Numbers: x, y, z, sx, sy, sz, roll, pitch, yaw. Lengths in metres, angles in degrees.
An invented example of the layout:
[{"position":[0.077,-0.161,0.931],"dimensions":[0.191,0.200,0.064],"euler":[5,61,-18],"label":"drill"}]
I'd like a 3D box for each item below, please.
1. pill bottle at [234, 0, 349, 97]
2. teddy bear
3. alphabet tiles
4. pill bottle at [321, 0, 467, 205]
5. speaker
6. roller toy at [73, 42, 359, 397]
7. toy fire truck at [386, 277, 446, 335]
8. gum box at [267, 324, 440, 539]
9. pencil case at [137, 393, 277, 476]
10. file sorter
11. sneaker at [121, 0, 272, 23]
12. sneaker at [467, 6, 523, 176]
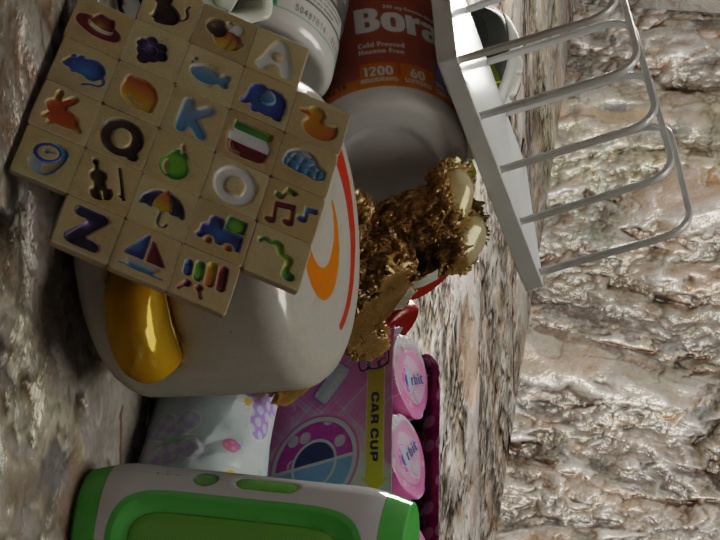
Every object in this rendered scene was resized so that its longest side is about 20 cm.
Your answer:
[{"position":[-0.056,-0.212,1.580],"dimensions":[0.113,0.112,0.201],"euler":[79,19,-57],"label":"pill bottle"},{"position":[0.000,0.000,1.572],"dimensions":[0.200,0.067,0.145],"euler":[-44,153,5],"label":"teddy bear"},{"position":[-0.095,-0.070,1.304],"dimensions":[0.006,0.166,0.201],"euler":[123,-13,-50],"label":"alphabet tiles"},{"position":[0.009,-0.140,1.641],"dimensions":[0.113,0.111,0.201],"euler":[85,-1,-46],"label":"pill bottle"},{"position":[-0.068,0.165,1.437],"dimensions":[0.088,0.199,0.089],"euler":[5,90,-80],"label":"speaker"},{"position":[-0.088,-0.016,1.415],"dimensions":[0.182,0.139,0.201],"euler":[49,40,-64],"label":"roller toy"},{"position":[-0.028,0.005,1.809],"dimensions":[0.168,0.112,0.200],"euler":[-25,157,-45],"label":"toy fire truck"},{"position":[-0.009,0.142,1.641],"dimensions":[0.066,0.113,0.201],"euler":[40,42,-45],"label":"gum box"},{"position":[-0.090,0.086,1.599],"dimensions":[0.083,0.090,0.201],"euler":[81,16,-50],"label":"pencil case"},{"position":[0.134,-0.119,1.614],"dimensions":[0.139,0.124,0.201],"euler":[-94,164,-51],"label":"file sorter"},{"position":[-0.107,-0.196,1.395],"dimensions":[0.200,0.080,0.077],"euler":[57,41,-70],"label":"sneaker"},{"position":[0.053,-0.113,1.734],"dimensions":[0.074,0.084,0.201],"euler":[-20,-135,57],"label":"sneaker"}]
